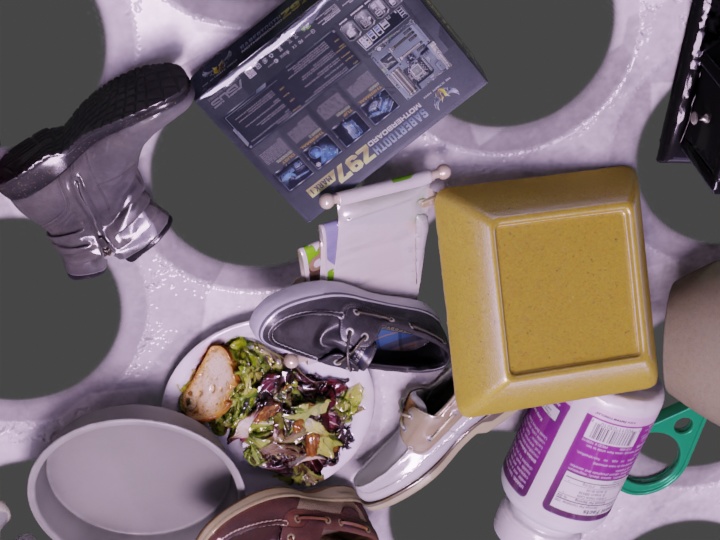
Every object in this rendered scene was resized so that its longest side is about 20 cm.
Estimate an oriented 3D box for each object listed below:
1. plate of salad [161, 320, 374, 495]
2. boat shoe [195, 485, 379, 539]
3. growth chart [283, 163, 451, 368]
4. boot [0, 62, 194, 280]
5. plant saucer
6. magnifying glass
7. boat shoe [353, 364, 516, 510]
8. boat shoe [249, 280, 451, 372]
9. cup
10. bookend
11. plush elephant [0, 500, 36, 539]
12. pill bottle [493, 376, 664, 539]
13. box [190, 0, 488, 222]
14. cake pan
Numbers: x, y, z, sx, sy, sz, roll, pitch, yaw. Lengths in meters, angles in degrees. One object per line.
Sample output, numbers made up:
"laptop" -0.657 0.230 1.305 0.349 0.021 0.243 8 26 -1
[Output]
"plate of salad" -0.083 0.133 1.776 0.198 0.048 0.201 -5 121 -8
"boat shoe" -0.062 0.248 1.786 0.199 0.072 0.072 1 133 -47
"growth chart" 0.000 0.000 1.694 0.144 0.018 0.201 -10 133 -26
"boot" -0.195 -0.082 1.621 0.199 0.070 0.132 -26 125 21
"plant saucer" 0.172 0.017 1.683 0.198 0.048 0.202 -8 93 -20
"magnifying glass" 0.317 0.141 1.874 0.079 0.022 0.200 34 111 -26
"boat shoe" 0.065 0.139 1.798 0.200 0.075 0.068 -40 114 6
"boat shoe" -0.002 0.060 1.686 0.199 0.066 0.070 10 123 -39
"cup" 0.351 0.064 1.751 0.142 0.201 0.202 4 124 17
"bookend" 0.337 -0.134 1.605 0.091 0.199 0.201 1 121 -13
"plush elephant" -0.299 0.327 1.792 0.154 0.200 0.165 13 118 -42
"pill bottle" 0.198 0.173 1.815 0.111 0.113 0.201 13 118 -18
"box" -0.018 -0.158 1.612 0.200 0.051 0.158 -38 120 11
"cake pan" -0.204 0.196 1.774 0.198 0.037 0.201 -1 131 -1
